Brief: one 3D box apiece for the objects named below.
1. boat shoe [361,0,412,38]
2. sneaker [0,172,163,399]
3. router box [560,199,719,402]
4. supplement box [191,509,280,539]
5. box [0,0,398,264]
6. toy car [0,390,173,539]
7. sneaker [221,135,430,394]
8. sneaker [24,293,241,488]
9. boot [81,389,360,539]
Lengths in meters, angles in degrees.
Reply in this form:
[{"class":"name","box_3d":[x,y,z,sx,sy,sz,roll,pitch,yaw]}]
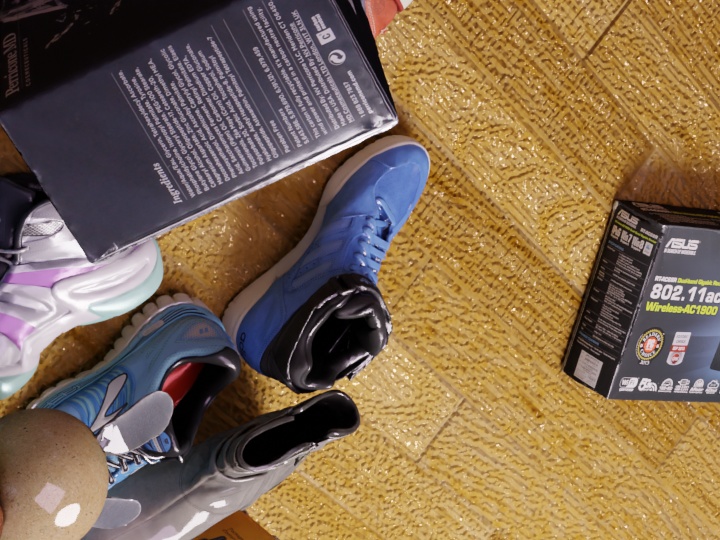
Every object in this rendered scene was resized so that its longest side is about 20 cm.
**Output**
[{"class":"boat shoe","box_3d":[-0.048,-0.220,1.435,0.063,0.071,0.200,-44,117,-3]},{"class":"sneaker","box_3d":[-0.230,-0.006,1.425,0.200,0.078,0.140,-37,126,-23]},{"class":"router box","box_3d":[0.271,0.028,1.841,0.199,0.062,0.151,3,109,-40]},{"class":"supplement box","box_3d":[-0.153,0.232,1.607,0.199,0.066,0.069,-17,122,-31]},{"class":"box","box_3d":[-0.103,-0.137,1.316,0.196,0.200,0.124,-26,125,7]},{"class":"toy car","box_3d":[-0.213,0.115,1.364,0.199,0.158,0.165,-1,129,-33]},{"class":"sneaker","box_3d":[0.001,0.001,1.578,0.200,0.111,0.077,-47,133,-10]},{"class":"sneaker","box_3d":[-0.160,0.104,1.518,0.200,0.090,0.078,-47,133,-8]},{"class":"boot","box_3d":[-0.103,0.139,1.552,0.199,0.131,0.068,-28,85,-31]}]
